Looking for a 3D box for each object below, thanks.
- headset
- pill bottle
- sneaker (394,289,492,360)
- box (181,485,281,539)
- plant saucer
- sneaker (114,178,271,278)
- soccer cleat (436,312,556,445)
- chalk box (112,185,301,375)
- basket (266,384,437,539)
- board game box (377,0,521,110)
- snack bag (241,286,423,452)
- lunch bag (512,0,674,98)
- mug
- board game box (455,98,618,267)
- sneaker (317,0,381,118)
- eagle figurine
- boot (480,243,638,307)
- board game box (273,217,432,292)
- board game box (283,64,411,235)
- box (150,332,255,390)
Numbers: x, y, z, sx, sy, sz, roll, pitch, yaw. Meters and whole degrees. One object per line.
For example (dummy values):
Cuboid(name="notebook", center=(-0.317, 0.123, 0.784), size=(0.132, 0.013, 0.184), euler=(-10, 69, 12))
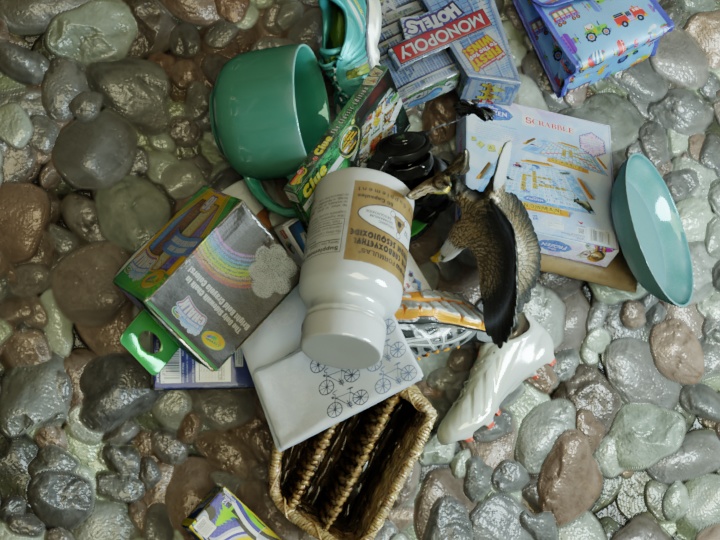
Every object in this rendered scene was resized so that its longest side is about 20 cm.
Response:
Cuboid(name="headset", center=(0.078, -0.118, 1.701), size=(0.200, 0.094, 0.124), euler=(-57, 135, -11))
Cuboid(name="pill bottle", center=(-0.007, -0.001, 1.570), size=(0.114, 0.114, 0.201), euler=(15, 61, -12))
Cuboid(name="sneaker", center=(0.076, 0.069, 1.710), size=(0.199, 0.078, 0.078), euler=(8, 109, -28))
Cuboid(name="box", center=(-0.112, 0.339, 1.664), size=(0.200, 0.070, 0.064), euler=(45, 74, -5))
Cuboid(name="plant saucer", center=(0.357, -0.046, 1.783), size=(0.036, 0.200, 0.201), euler=(-19, 87, 28))
Cuboid(name="sneaker", center=(-0.190, -0.024, 1.689), size=(0.200, 0.073, 0.085), euler=(-34, 89, -17))
Cuboid(name="soccer cleat", center=(0.155, 0.133, 1.757), size=(0.200, 0.069, 0.078), euler=(-41, 103, -23))
Cuboid(name="chalk box", center=(-0.184, 0.023, 1.606), size=(0.200, 0.124, 0.124), euler=(-46, 116, -10))
Cuboid(name="basket", center=(-0.022, 0.200, 1.641), size=(0.142, 0.149, 0.201), euler=(28, 94, -9))
Cuboid(name="board game box", center=(0.100, -0.278, 1.774), size=(0.199, 0.062, 0.200), euler=(-25, 73, -15))
Cuboid(name="snack bag", center=(-0.045, 0.079, 1.629), size=(0.188, 0.021, 0.201), euler=(-28, 63, 9))
Cuboid(name="lunch bag", center=(0.281, -0.349, 1.851), size=(0.150, 0.094, 0.201), euler=(-25, 77, -14))
Cuboid(name="mug", center=(-0.110, -0.169, 1.678), size=(0.114, 0.152, 0.186), euler=(-6, 54, 14))
Cuboid(name="board game box", center=(0.216, -0.114, 1.776), size=(0.199, 0.041, 0.200), euler=(13, 54, -12))
Cuboid(name="sneaker", center=(-0.021, -0.245, 1.729), size=(0.080, 0.077, 0.201), euler=(-13, 101, -48))
Cuboid(name="eagle figurine", center=(0.144, -0.032, 1.630), size=(0.152, 0.151, 0.200), euler=(-38, 91, -25))
Cuboid(name="boot", center=(0.252, -0.003, 1.777), size=(0.199, 0.066, 0.176), euler=(12, 57, -12))
Cuboid(name="board game box", center=(0.000, 0.000, 1.733), size=(0.126, 0.035, 0.200), euler=(-34, 99, -23))
Cuboid(name="board game box", center=(-0.013, -0.134, 1.678), size=(0.023, 0.105, 0.200), euler=(21, 63, 30))
Cuboid(name="box", center=(-0.149, 0.080, 1.707), size=(0.199, 0.032, 0.122), euler=(0, 83, -15))
